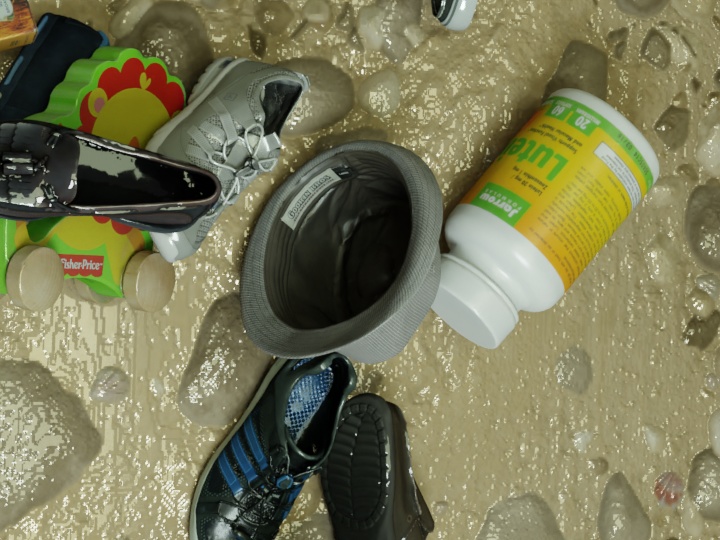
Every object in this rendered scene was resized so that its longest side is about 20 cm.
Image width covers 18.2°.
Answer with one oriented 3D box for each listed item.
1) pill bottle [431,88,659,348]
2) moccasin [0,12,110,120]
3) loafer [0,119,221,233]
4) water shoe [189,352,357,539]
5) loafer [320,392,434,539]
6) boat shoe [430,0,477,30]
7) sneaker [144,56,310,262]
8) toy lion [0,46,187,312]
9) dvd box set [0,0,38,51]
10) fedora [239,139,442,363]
[{"bbox_3d":[0.138,-0.039,1.792,0.111,0.111,0.200,45,75,-17],"label":"pill bottle"},{"bbox_3d":[-0.262,-0.107,1.649,0.068,0.081,0.200,32,58,7],"label":"moccasin"},{"bbox_3d":[-0.190,-0.068,1.539,0.199,0.063,0.072,8,77,-29],"label":"loafer"},{"bbox_3d":[-0.069,0.147,1.726,0.071,0.079,0.201,27,81,-21],"label":"water shoe"},{"bbox_3d":[0.018,0.190,1.775,0.071,0.073,0.201,-18,111,-47],"label":"loafer"},{"bbox_3d":[0.063,-0.291,1.785,0.056,0.069,0.201,2,84,-15],"label":"boat shoe"},{"bbox_3d":[-0.101,-0.090,1.661,0.075,0.082,0.200,62,38,-41],"label":"sneaker"},{"bbox_3d":[-0.196,-0.068,1.636,0.200,0.068,0.192,1,96,-56],"label":"toy lion"},{"bbox_3d":[-0.349,-0.208,1.609,0.199,0.029,0.147,-17,81,-21],"label":"dvd box set"},{"bbox_3d":[0.000,0.000,1.718,0.090,0.176,0.200,45,32,-45],"label":"fedora"}]
